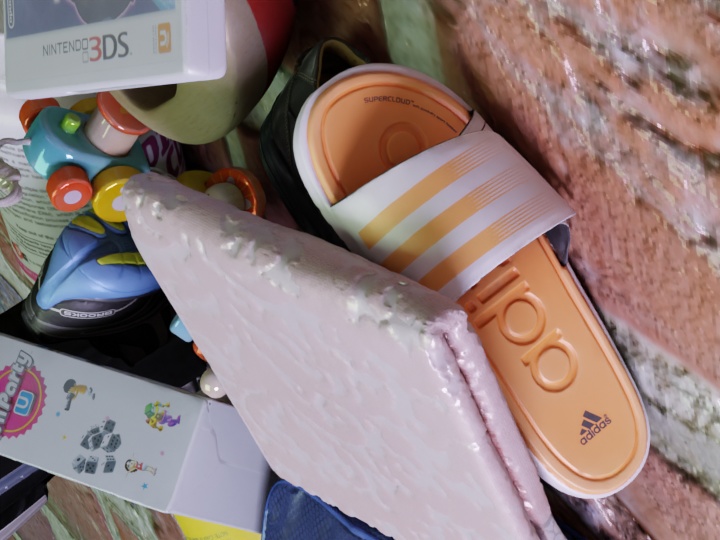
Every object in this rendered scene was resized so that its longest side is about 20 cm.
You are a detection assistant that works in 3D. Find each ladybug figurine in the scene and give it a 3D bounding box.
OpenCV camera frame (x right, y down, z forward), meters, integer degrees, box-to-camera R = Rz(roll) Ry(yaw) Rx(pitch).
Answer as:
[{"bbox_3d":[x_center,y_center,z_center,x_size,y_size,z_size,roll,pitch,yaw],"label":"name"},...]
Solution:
[{"bbox_3d":[-0.082,-0.130,0.915,0.136,0.072,0.200,63,160,-10],"label":"ladybug figurine"}]

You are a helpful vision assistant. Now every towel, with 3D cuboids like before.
[{"bbox_3d":[-0.002,0.052,0.834,0.200,0.032,0.191,22,149,43],"label":"towel"}]

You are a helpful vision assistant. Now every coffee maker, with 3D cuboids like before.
[{"bbox_3d":[-0.226,0.070,1.359,0.135,0.200,0.193,16,134,61],"label":"coffee maker"}]

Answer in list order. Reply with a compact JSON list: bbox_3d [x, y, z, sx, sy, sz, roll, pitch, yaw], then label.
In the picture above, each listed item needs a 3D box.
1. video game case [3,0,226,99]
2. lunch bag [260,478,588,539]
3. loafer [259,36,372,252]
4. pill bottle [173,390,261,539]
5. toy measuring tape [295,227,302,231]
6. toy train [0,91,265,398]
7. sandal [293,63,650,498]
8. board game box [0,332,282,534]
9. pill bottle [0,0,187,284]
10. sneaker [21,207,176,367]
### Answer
[{"bbox_3d":[-0.112,-0.177,0.830,0.182,0.023,0.201,3,95,57],"label":"video game case"},{"bbox_3d":[0.051,0.180,0.957,0.200,0.132,0.136,32,119,49],"label":"lunch bag"},{"bbox_3d":[0.024,-0.013,0.842,0.200,0.073,0.072,50,154,18],"label":"loafer"},{"bbox_3d":[-0.041,0.162,1.174,0.200,0.112,0.112,63,160,-8],"label":"pill bottle"},{"bbox_3d":[0.000,0.000,0.959,0.074,0.073,0.200,63,-178,-14],"label":"toy measuring tape"},{"bbox_3d":[-0.097,-0.026,0.986,0.200,0.150,0.056,36,118,-5],"label":"toy train"},{"bbox_3d":[0.059,0.000,0.776,0.207,0.079,0.059,52,162,-8],"label":"sandal"},{"bbox_3d":[-0.132,0.085,1.046,0.199,0.064,0.147,15,173,31],"label":"board game box"},{"bbox_3d":[-0.164,-0.086,1.110,0.113,0.113,0.200,42,155,37],"label":"pill bottle"},{"bbox_3d":[-0.116,0.008,1.079,0.071,0.083,0.199,53,-156,17],"label":"sneaker"}]
